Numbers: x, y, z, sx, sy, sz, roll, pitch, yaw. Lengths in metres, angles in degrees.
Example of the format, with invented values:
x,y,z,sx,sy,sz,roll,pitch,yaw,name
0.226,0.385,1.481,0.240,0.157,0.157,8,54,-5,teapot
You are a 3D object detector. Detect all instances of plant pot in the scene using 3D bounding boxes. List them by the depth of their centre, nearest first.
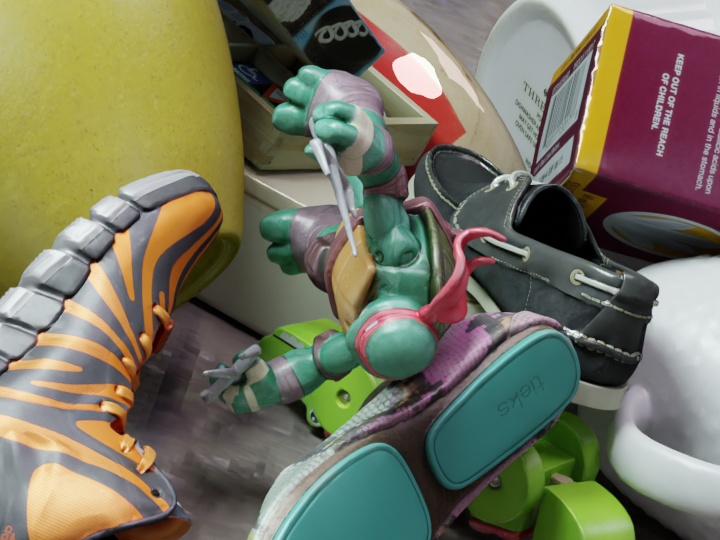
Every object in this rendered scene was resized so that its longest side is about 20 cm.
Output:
x,y,z,sx,sy,sz,roll,pitch,yaw,name
-0.128,-0.047,1.216,0.200,0.200,0.142,-12,68,-56,plant pot

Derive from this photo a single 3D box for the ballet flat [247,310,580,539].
x,y,z,sx,sy,sz,roll,pitch,yaw,name
0.009,0.081,1.147,0.071,0.069,0.200,2,34,48,ballet flat

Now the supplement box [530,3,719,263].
x,y,z,sx,sy,sz,roll,pitch,yaw,name
0.189,-0.046,1.336,0.199,0.086,0.110,16,-15,-7,supplement box

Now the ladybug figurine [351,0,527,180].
x,y,z,sx,sy,sz,roll,pitch,yaw,name
0.014,-0.072,1.478,0.072,0.136,0.200,-28,57,-22,ladybug figurine

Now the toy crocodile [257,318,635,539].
x,y,z,sx,sy,sz,roll,pitch,yaw,name
0.037,0.078,1.239,0.199,0.062,0.067,29,22,26,toy crocodile

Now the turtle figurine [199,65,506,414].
x,y,z,sx,sy,sz,roll,pitch,yaw,name
-0.007,-0.001,1.158,0.100,0.150,0.200,21,21,-15,turtle figurine

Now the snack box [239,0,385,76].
x,y,z,sx,sy,sz,roll,pitch,yaw,name
-0.067,-0.170,1.305,0.116,0.037,0.200,46,-2,32,snack box

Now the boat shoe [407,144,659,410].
x,y,z,sx,sy,sz,roll,pitch,yaw,name
0.079,-0.013,1.275,0.071,0.068,0.200,8,24,-25,boat shoe

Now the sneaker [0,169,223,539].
x,y,z,sx,sy,sz,roll,pitch,yaw,name
-0.096,0.053,1.080,0.112,0.078,0.200,37,60,12,sneaker

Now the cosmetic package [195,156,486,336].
x,y,z,sx,sy,sz,roll,pitch,yaw,name
0.000,0.000,1.354,0.199,0.073,0.103,27,22,12,cosmetic package

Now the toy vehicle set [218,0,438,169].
x,y,z,sx,sy,sz,roll,pitch,yaw,name
-0.069,-0.119,1.398,0.200,0.027,0.124,42,26,27,toy vehicle set

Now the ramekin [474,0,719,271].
x,y,z,sx,sy,sz,roll,pitch,yaw,name
0.130,-0.065,1.483,0.094,0.203,0.203,-2,30,-22,ramekin

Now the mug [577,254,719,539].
x,y,z,sx,sy,sz,roll,pitch,yaw,name
0.185,0.073,1.270,0.175,0.148,0.200,20,20,21,mug
